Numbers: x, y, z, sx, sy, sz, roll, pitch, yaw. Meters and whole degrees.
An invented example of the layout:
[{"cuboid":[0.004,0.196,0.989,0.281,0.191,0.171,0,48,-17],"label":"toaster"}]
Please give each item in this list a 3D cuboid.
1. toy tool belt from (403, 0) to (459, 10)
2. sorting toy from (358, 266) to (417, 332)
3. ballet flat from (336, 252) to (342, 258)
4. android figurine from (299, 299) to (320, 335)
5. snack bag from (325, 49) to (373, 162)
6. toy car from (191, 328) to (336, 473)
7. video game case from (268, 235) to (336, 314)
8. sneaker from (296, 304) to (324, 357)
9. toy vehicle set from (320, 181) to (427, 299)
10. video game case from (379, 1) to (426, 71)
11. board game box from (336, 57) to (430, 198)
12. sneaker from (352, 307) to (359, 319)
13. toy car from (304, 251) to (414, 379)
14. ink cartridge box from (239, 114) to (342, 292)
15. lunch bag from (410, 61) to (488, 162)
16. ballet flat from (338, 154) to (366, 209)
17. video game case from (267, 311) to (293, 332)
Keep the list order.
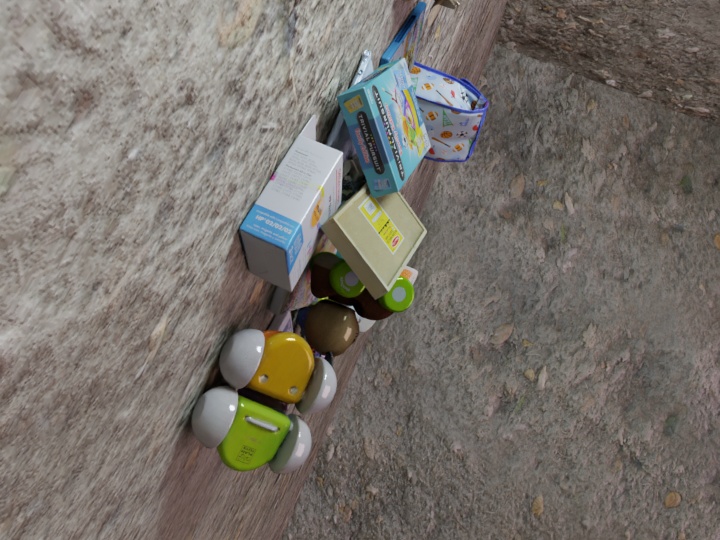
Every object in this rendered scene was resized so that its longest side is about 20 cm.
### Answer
[{"cuboid":[0.138,-0.509,0.936,0.122,0.125,0.200,-34,-170,36],"label":"toy tool belt"},{"cuboid":[0.003,0.038,1.291,0.106,0.199,0.183,16,100,-51],"label":"sorting toy"},{"cuboid":[-0.027,-0.055,1.146,0.199,0.063,0.070,5,108,-53],"label":"ballet flat"},{"cuboid":[-0.079,0.048,1.187,0.183,0.040,0.202,100,14,-57],"label":"android figurine"},{"cuboid":[-0.016,-0.231,0.922,0.200,0.021,0.191,56,56,-78],"label":"snack bag"},{"cuboid":[-0.147,0.181,0.805,0.149,0.174,0.203,7,-110,60],"label":"toy car"},{"cuboid":[-0.081,-0.028,0.969,0.203,0.023,0.182,-68,166,10],"label":"video game case"},{"cuboid":[-0.084,0.136,1.097,0.074,0.079,0.202,-13,142,-19],"label":"sneaker"},{"cuboid":[0.027,-0.060,0.812,0.026,0.125,0.200,-30,-168,34],"label":"toy vehicle set"},{"cuboid":[0.074,-0.400,1.065,0.144,0.018,0.202,99,15,-56],"label":"video game case"},{"cuboid":[0.045,-0.224,0.850,0.153,0.046,0.201,68,29,-23],"label":"board game box"},{"cuboid":[-0.079,0.141,1.273,0.072,0.073,0.200,-6,149,-46],"label":"sneaker"},{"cuboid":[-0.025,0.086,0.883,0.164,0.155,0.203,-160,-92,-72],"label":"toy car"},{"cuboid":[-0.076,-0.090,0.731,0.116,0.067,0.202,97,17,-63],"label":"ink cartridge box"},{"cuboid":[0.171,-0.339,1.225,0.171,0.197,0.125,98,18,-59],"label":"lunch bag"},{"cuboid":[-0.004,-0.155,0.914,0.201,0.073,0.075,-59,169,-58],"label":"ballet flat"},{"cuboid":[-0.171,0.184,1.013,0.201,0.023,0.184,97,17,-62],"label":"video game case"}]
